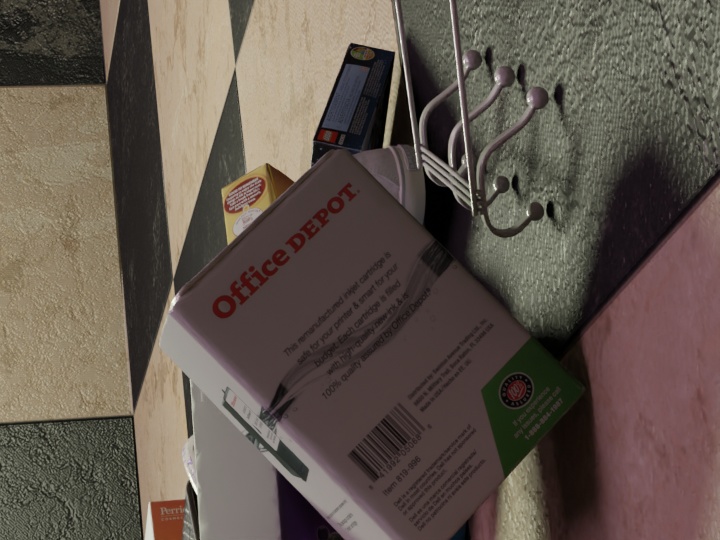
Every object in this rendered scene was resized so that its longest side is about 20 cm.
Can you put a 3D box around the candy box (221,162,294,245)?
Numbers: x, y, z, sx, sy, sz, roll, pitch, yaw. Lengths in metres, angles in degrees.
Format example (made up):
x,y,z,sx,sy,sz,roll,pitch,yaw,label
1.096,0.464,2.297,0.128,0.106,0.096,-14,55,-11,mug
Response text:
x,y,z,sx,sy,sz,roll,pitch,yaw,label
-0.052,0.024,1.516,0.115,0.055,0.201,34,-142,-47,candy box

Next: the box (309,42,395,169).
x,y,z,sx,sy,sz,roll,pitch,yaw,label
-0.014,-0.052,1.405,0.137,0.037,0.201,-73,-7,-51,box

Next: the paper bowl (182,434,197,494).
x,y,z,sx,sy,sz,roll,pitch,yaw,label
-0.035,0.178,1.394,0.201,0.104,0.201,51,-175,-6,paper bowl

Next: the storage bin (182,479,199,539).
x,y,z,sx,sy,sz,roll,pitch,yaw,label
-0.085,0.281,1.663,0.201,0.134,0.094,-109,22,-49,storage bin

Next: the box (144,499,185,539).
x,y,z,sx,sy,sz,roll,pitch,yaw,label
-0.134,0.339,1.851,0.107,0.151,0.201,102,160,-49,box

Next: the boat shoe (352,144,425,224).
x,y,z,sx,sy,sz,roll,pitch,yaw,label
0.000,0.000,1.316,0.072,0.068,0.201,-106,20,-44,boat shoe

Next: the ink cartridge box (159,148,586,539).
x,y,z,sx,sy,sz,roll,pitch,yaw,label
0.003,0.054,1.043,0.200,0.147,0.083,46,159,4,ink cartridge box

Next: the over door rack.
x,y,z,sx,sy,sz,roll,pitch,yaw,label
0.056,-0.133,1.117,0.148,0.066,0.202,-132,21,-69,over door rack

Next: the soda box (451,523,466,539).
x,y,z,sx,sy,sz,roll,pitch,yaw,label
0.034,0.104,1.261,0.068,0.064,0.202,29,121,53,soda box

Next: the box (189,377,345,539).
x,y,z,sx,sy,sz,roll,pitch,yaw,label
-0.027,0.128,1.132,0.078,0.141,0.202,-18,71,39,box
